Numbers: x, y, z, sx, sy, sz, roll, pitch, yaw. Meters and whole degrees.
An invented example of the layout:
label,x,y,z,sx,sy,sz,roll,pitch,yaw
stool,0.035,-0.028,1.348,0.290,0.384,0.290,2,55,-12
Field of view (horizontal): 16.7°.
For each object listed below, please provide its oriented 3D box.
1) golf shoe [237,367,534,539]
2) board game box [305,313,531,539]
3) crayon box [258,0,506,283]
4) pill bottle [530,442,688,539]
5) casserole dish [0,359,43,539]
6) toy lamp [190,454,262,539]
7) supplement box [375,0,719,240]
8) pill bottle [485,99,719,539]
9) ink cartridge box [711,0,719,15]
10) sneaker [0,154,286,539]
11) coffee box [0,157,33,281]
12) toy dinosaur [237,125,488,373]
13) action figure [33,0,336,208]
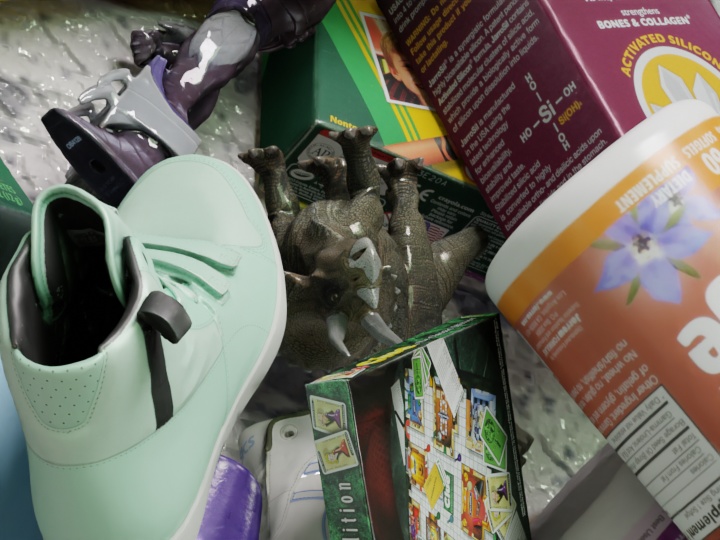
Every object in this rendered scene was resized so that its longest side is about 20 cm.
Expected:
label,x,y,z,sx,sy,sz,roll,pitch,yaw
golf shoe,-0.019,0.104,0.944,0.097,0.079,0.200,31,35,16
board game box,0.032,0.125,0.898,0.105,0.023,0.202,-21,104,-56
crayon box,0.052,-0.082,1.145,0.199,0.058,0.173,21,46,-24
pill bottle,0.157,0.161,0.990,0.200,0.112,0.112,43,41,0
casserole dish,-0.137,0.057,0.896,0.121,0.039,0.201,34,43,-11
toy lamp,-0.082,0.150,0.822,0.058,0.058,0.201,31,54,-14
supplement box,0.105,-0.073,1.069,0.110,0.086,0.201,-8,61,-41
pill bottle,0.148,0.044,0.910,0.200,0.112,0.112,50,41,9
ink cartridge box,0.186,-0.202,1.289,0.174,0.043,0.201,-50,126,-48
sneaker,-0.072,-0.001,0.845,0.073,0.119,0.201,0,42,9
coffee box,-0.201,-0.064,0.866,0.122,0.044,0.200,19,18,-35
toy dinosaur,0.000,0.000,1.008,0.200,0.076,0.103,26,57,-72
action figure,-0.060,-0.093,1.021,0.069,0.130,0.200,37,53,-3
